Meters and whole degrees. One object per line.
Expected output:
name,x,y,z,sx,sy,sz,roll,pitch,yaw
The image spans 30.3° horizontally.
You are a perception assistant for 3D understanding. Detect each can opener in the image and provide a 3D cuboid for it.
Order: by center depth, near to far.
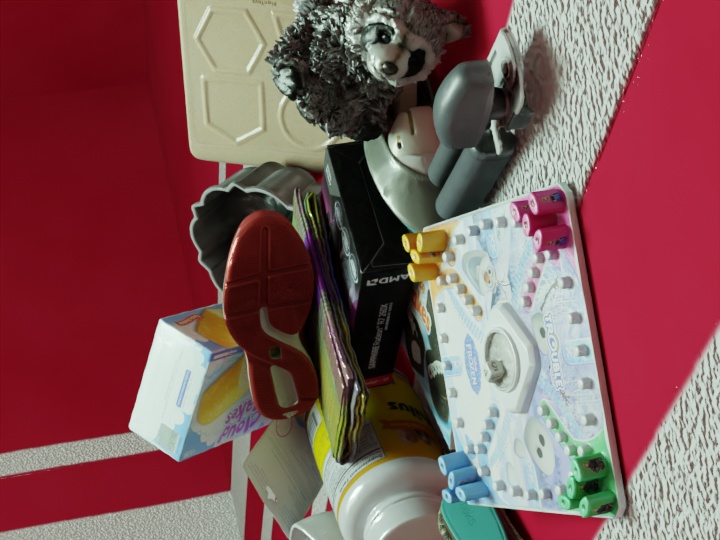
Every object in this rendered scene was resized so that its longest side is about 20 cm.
can opener,0.065,-0.090,0.878,0.200,0.066,0.054,114,146,-67

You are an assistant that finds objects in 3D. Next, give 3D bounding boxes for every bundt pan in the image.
bundt pan,-0.069,-0.026,1.339,0.201,0.076,0.203,23,140,21

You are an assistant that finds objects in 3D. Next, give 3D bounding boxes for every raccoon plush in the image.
raccoon plush,-0.001,-0.192,0.979,0.134,0.096,0.201,-43,45,26

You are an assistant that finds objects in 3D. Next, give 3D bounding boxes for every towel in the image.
towel,-0.028,0.048,1.101,0.144,0.023,0.201,97,161,-57

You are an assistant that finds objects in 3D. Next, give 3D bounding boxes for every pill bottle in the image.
pill bottle,0.022,0.176,1.159,0.200,0.108,0.110,-116,21,-54

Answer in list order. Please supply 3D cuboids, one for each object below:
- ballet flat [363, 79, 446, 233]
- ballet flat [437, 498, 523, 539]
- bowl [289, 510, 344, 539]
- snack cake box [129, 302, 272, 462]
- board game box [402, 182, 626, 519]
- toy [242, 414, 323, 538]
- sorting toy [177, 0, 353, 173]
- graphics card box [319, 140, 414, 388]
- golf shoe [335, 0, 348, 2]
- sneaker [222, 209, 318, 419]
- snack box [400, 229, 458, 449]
ballet flat,0.033,-0.116,1.016,0.064,0.067,0.201,107,152,-49
ballet flat,0.105,0.228,0.954,0.076,0.068,0.200,63,-179,-23
bowl,0.020,0.324,1.242,0.200,0.074,0.201,43,148,30
snack cake box,-0.116,0.092,1.245,0.067,0.200,0.116,28,113,25
board game box,0.091,0.058,0.867,0.200,0.026,0.201,164,98,-66
toy,-0.052,0.138,1.269,0.047,0.200,0.115,10,141,37
sorting toy,-0.084,-0.189,1.291,0.037,0.184,0.201,-61,-26,-53
graphics card box,0.000,0.000,1.105,0.200,0.051,0.126,102,157,-58
golf shoe,-0.001,-0.255,1.112,0.097,0.078,0.201,39,145,47
sneaker,-0.084,0.017,1.108,0.116,0.078,0.201,-116,21,-52
snack box,0.059,0.032,1.061,0.200,0.037,0.117,-114,20,-53
